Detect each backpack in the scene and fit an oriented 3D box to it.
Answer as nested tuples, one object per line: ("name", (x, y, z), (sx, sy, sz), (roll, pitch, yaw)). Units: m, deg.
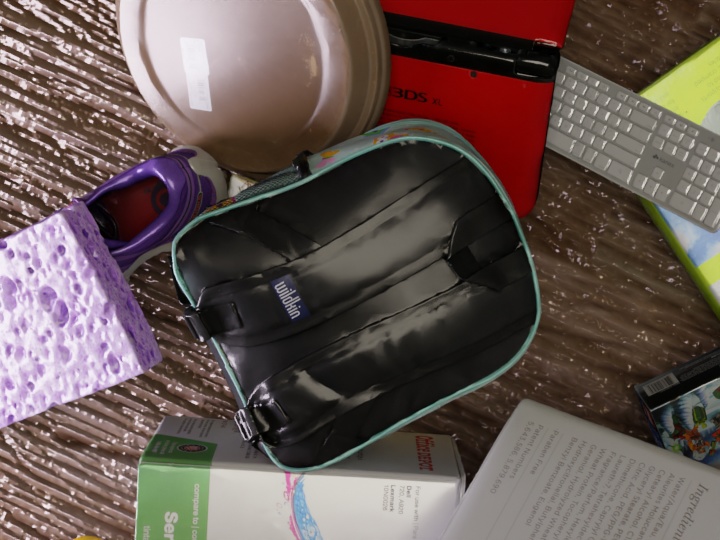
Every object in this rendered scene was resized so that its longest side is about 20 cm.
("backpack", (0.008, 0.005, 1.121), (0.199, 0.153, 0.177), (-25, 96, 12))

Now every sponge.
("sponge", (-0.227, 0.040, 1.183), (0.199, 0.030, 0.112), (-22, 99, 32))

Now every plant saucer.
("plant saucer", (-0.075, -0.144, 1.173), (0.198, 0.029, 0.202), (14, 124, 22))

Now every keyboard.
("keyboard", (0.156, -0.093, 1.195), (0.199, 0.011, 0.057), (31, 95, 26))

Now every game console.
("game console", (0.038, -0.149, 1.220), (0.198, 0.119, 0.174), (12, 123, 11))

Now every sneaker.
("sneaker", (-0.180, -0.020, 1.192), (0.199, 0.083, 0.081), (-36, 77, 18))

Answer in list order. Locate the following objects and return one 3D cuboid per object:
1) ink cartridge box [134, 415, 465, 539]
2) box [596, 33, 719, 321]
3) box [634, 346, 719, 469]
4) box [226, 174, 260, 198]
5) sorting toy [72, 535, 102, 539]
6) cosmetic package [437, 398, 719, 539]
("ink cartridge box", (-0.037, 0.151, 1.180), (0.198, 0.145, 0.085), (4, 96, 0))
("box", (0.256, -0.048, 1.223), (0.121, 0.048, 0.201), (-34, 91, 3))
("box", (0.294, 0.096, 1.210), (0.199, 0.040, 0.138), (-26, 114, 1))
("box", (0.000, 0.000, 1.224), (0.198, 0.050, 0.076), (16, 92, -1))
("sorting toy", (-0.179, 0.263, 1.168), (0.107, 0.180, 0.201), (-38, 92, 2))
("cosmetic package", (0.155, 0.212, 1.093), (0.199, 0.166, 0.166), (19, 58, 27))
